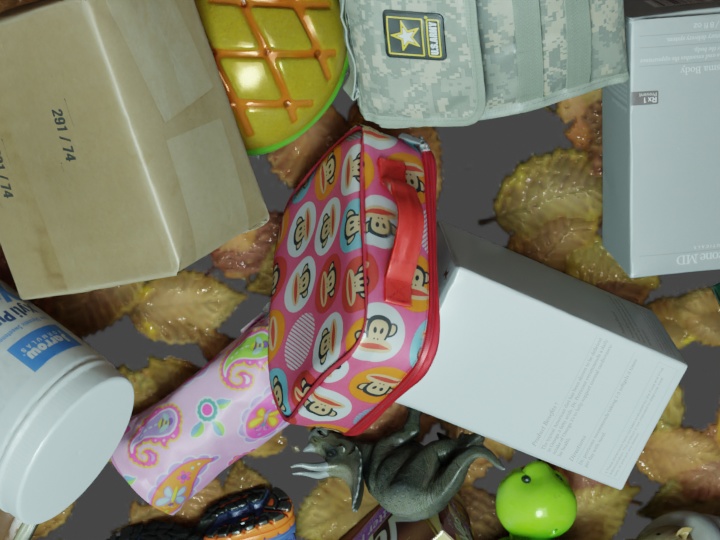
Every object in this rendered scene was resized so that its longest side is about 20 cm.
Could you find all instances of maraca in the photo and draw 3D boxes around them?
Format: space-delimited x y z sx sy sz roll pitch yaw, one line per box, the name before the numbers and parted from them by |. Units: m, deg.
maraca | -0.063 -0.179 1.239 0.136 0.107 0.201 31 93 -20

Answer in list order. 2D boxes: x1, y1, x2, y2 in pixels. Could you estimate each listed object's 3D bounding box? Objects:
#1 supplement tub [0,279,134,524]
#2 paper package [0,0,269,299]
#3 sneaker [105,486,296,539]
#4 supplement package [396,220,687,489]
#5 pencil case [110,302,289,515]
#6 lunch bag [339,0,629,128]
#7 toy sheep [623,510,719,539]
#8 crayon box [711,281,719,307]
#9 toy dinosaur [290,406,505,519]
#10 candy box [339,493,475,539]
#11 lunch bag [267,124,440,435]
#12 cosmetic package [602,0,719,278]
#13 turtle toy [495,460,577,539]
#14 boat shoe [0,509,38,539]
supplement tub | -0.279 0.076 1.257 0.199 0.132 0.133 33 106 17
paper package | -0.184 -0.097 1.203 0.189 0.103 0.202 -8 108 41
sneaker | -0.140 0.247 1.399 0.198 0.076 0.079 -17 113 3
supplement package | 0.130 0.064 1.331 0.198 0.118 0.118 23 107 -12
pencil case | -0.102 0.103 1.347 0.199 0.088 0.088 -39 108 9
lunch bag | 0.078 -0.196 1.207 0.198 0.118 0.165 -16 127 -9
toy sheep | 0.285 0.270 1.410 0.138 0.138 0.200 -44 127 11
crayon box | 0.383 0.028 1.310 0.198 0.052 0.126 -25 124 9
toy dinosaur | 0.046 0.160 1.351 0.103 0.199 0.077 -51 127 -20
candy box | 0.004 0.261 1.391 0.200 0.117 0.056 -43 107 11
lunch bag | 0.000 0.000 1.234 0.081 0.202 0.176 14 145 -22
cosmetic package | 0.240 -0.103 1.299 0.105 0.090 0.203 -7 107 -6
turtle toy | 0.150 0.257 1.388 0.144 0.202 0.101 0 153 -29
boat shoe | -0.268 0.147 1.357 0.073 0.076 0.202 27 97 -8
